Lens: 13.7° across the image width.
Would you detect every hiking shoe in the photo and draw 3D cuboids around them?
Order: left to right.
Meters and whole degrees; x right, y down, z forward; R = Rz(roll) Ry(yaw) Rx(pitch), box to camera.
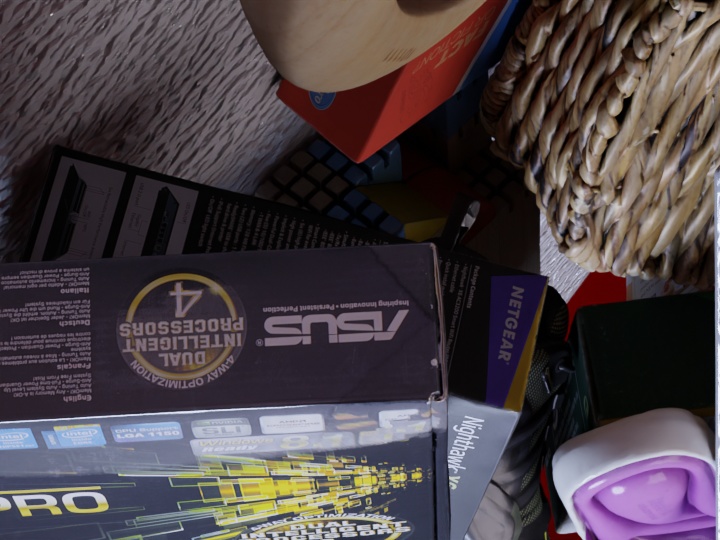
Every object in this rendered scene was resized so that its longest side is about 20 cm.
[{"bbox_3d":[0.051,0.056,1.109,0.101,0.076,0.200,-48,146,-11],"label":"hiking shoe"}]

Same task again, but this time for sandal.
[{"bbox_3d":[0.122,0.105,1.132,0.082,0.050,0.203,-21,154,19],"label":"sandal"}]

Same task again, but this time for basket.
[{"bbox_3d":[0.122,-0.112,1.057,0.142,0.149,0.200,6,132,-33],"label":"basket"}]

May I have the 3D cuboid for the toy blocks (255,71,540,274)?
[{"bbox_3d":[0.000,0.000,1.135,0.200,0.100,0.137,-43,154,-21],"label":"toy blocks"}]

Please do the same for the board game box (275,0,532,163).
[{"bbox_3d":[0.061,-0.143,0.997,0.153,0.040,0.200,-37,163,-40],"label":"board game box"}]

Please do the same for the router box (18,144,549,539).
[{"bbox_3d":[-0.038,0.049,0.971,0.200,0.157,0.052,107,-4,-59],"label":"router box"}]

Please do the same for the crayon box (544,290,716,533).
[{"bbox_3d":[0.176,0.048,1.154,0.199,0.052,0.126,-6,157,-6],"label":"crayon box"}]

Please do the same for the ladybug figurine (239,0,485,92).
[{"bbox_3d":[0.027,-0.140,0.822,0.200,0.072,0.136,-53,162,20],"label":"ladybug figurine"}]

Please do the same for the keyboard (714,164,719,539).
[{"bbox_3d":[0.149,0.036,1.057,0.056,0.011,0.200,-28,133,-27],"label":"keyboard"}]

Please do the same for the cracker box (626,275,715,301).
[{"bbox_3d":[0.165,-0.066,1.212,0.134,0.058,0.200,-42,-141,53],"label":"cracker box"}]

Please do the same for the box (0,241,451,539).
[{"bbox_3d":[-0.075,0.042,0.806,0.199,0.049,0.161,-3,159,0],"label":"box"}]
